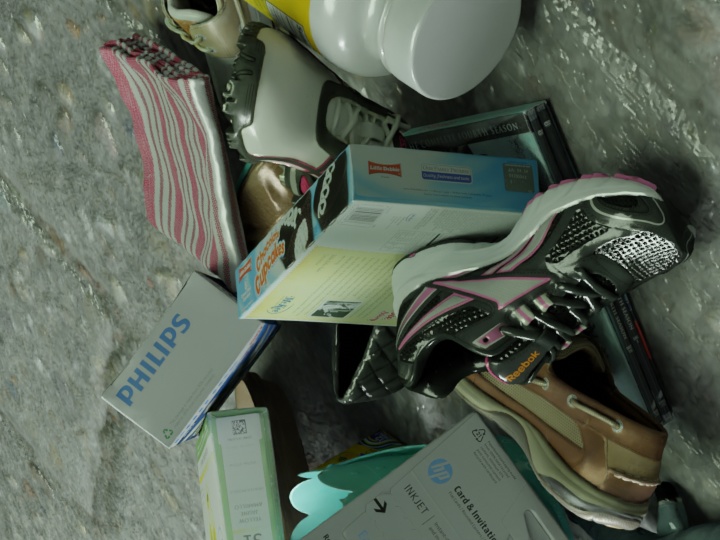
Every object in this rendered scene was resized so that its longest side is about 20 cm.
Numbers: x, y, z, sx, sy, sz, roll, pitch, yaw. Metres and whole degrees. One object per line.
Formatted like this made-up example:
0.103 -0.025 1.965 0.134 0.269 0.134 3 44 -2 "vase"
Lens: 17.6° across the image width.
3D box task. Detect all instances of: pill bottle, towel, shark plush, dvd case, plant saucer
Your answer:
-0.006 -0.176 1.297 0.200 0.111 0.112 38 144 35 "pill bottle"
-0.123 -0.074 1.556 0.200 0.030 0.147 -145 40 -66 "towel"
0.190 0.164 1.370 0.200 0.090 0.084 -146 54 -72 "shark plush"
0.100 0.002 1.376 0.146 0.022 0.201 -5 109 59 "dvd case"
-0.056 0.169 1.694 0.200 0.029 0.202 169 90 -80 "plant saucer"

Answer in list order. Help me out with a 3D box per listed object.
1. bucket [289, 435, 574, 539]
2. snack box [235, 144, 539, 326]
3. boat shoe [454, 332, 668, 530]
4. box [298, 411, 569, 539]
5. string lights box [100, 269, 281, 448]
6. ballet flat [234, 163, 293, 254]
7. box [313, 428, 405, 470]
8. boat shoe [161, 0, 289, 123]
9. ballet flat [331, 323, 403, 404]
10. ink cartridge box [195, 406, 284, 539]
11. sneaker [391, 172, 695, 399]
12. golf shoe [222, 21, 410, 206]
0.051 0.206 1.468 0.207 0.134 0.209 164 90 -73 "bucket"
0.012 -0.016 1.360 0.200 0.115 0.037 137 133 -60 "snack box"
0.112 0.065 1.333 0.200 0.075 0.072 46 115 41 "boat shoe"
0.031 0.202 1.339 0.156 0.199 0.041 53 174 4 "box"
-0.111 0.059 1.565 0.059 0.103 0.200 37 180 2 "string lights box"
-0.053 -0.027 1.550 0.072 0.068 0.200 50 152 9 "ballet flat"
0.020 0.216 1.648 0.070 0.064 0.201 31 139 42 "box"
-0.093 -0.173 1.481 0.075 0.068 0.201 30 139 43 "boat shoe"
0.000 0.000 1.496 0.066 0.057 0.201 25 135 45 "ballet flat"
-0.075 0.203 1.587 0.146 0.048 0.202 121 142 -75 "ink cartridge box"
0.098 0.020 1.270 0.080 0.087 0.199 32 140 -31 "sneaker"
-0.017 -0.086 1.325 0.087 0.078 0.200 6 167 20 "golf shoe"
